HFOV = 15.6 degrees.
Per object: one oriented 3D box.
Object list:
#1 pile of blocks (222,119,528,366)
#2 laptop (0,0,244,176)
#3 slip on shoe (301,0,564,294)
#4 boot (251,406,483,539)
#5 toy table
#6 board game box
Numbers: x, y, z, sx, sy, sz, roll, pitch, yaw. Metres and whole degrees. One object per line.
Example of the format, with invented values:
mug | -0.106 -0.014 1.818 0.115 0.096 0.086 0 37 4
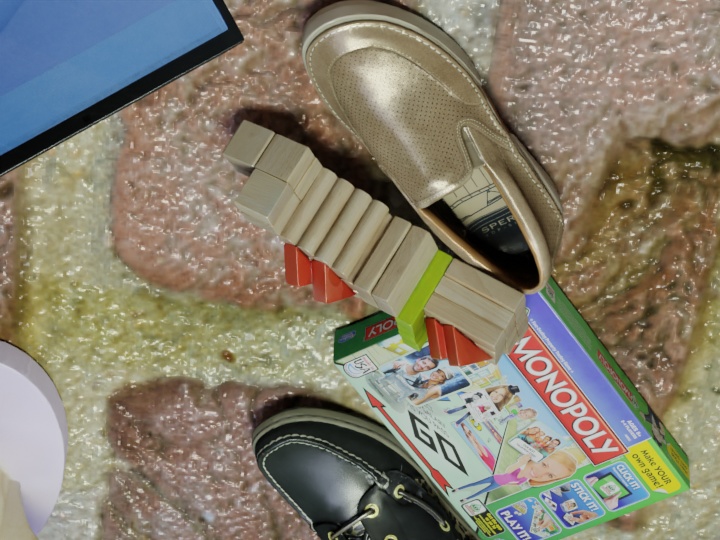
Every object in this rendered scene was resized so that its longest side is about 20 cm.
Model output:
pile of blocks | 0.000 0.000 1.442 0.199 0.062 0.082 34 166 -7
laptop | -0.183 -0.167 1.262 0.176 0.103 0.201 -29 128 -3
slip on shoe | 0.041 -0.063 1.409 0.076 0.061 0.200 -25 126 23
boot | 0.014 0.185 1.571 0.073 0.154 0.203 -34 123 29
toy table | -0.250 0.150 1.581 0.182 0.118 0.201 6 133 -2
board game box | 0.092 0.084 1.561 0.134 0.029 0.200 -23 127 23
